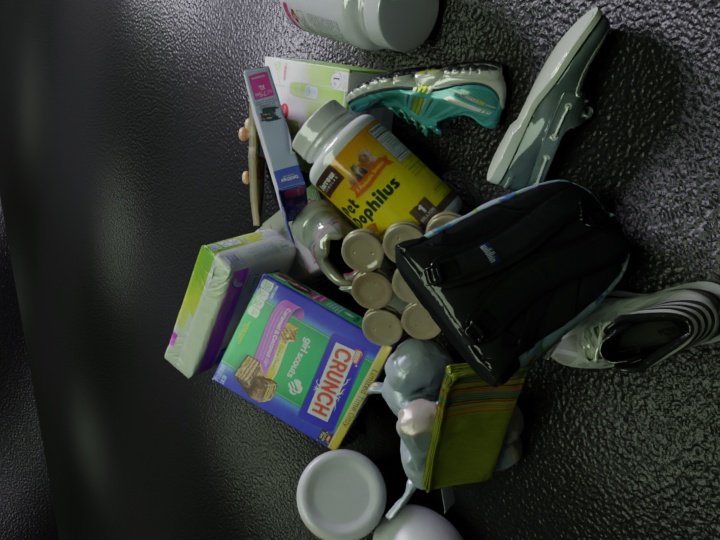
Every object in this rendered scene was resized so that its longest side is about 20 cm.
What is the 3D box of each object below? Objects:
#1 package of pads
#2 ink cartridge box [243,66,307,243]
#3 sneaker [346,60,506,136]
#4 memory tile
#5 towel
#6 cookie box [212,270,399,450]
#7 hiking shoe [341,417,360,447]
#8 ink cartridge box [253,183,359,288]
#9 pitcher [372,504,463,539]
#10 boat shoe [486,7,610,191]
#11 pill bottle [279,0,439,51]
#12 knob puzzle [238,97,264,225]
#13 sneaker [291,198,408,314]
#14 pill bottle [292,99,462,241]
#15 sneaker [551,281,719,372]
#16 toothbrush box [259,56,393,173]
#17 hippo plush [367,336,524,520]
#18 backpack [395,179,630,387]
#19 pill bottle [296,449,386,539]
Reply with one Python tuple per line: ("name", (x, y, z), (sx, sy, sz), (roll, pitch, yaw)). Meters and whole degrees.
("package of pads", (-0.183, 0.044, 1.057), (0.068, 0.154, 0.200), (36, 119, 19))
("ink cartridge box", (-0.103, -0.146, 0.951), (0.119, 0.042, 0.200), (95, 161, -74))
("sneaker", (0.071, -0.195, 0.857), (0.200, 0.077, 0.080), (5, 113, 32))
("memory tile", (0.085, 0.009, 0.837), (0.200, 0.017, 0.154), (-9, 115, 16))
("towel", (0.118, 0.168, 0.775), (0.018, 0.086, 0.200), (-105, 16, -48))
("cookie box", (-0.074, 0.121, 1.010), (0.200, 0.075, 0.171), (28, 100, 6))
("hiking shoe", (-0.059, 0.161, 1.109), (0.101, 0.076, 0.200), (-3, 91, 53))
("ink cartridge box", (-0.078, -0.041, 1.099), (0.200, 0.067, 0.117), (-29, 74, 49))
("pitcher", (0.106, 0.406, 0.927), (0.121, 0.172, 0.200), (-39, 39, -1))
("boat shoe", (0.202, -0.166, 0.752), (0.062, 0.073, 0.200), (26, 118, -4))
("pill bottle", (-0.004, -0.338, 0.915), (0.200, 0.113, 0.114), (34, 122, 43))
("knob puzzle", (-0.167, -0.169, 1.128), (0.220, 0.030, 0.220), (-179, 90, -86))
("sneaker", (0.000, 0.000, 0.919), (0.081, 0.200, 0.088), (-48, 29, 9))
("pill bottle", (0.016, -0.108, 0.879), (0.200, 0.109, 0.109), (43, 134, 1))
("sneaker", (0.234, 0.058, 0.695), (0.200, 0.115, 0.076), (-24, 78, 51))
("toothbrush box", (-0.050, -0.212, 1.020), (0.200, 0.086, 0.146), (27, 117, 47))
("hippo plush", (0.099, 0.169, 0.892), (0.161, 0.159, 0.200), (-107, 16, -48))
("backpack", (0.157, -0.001, 0.711), (0.163, 0.200, 0.154), (52, 176, 16))
("pill bottle", (-0.027, 0.317, 1.014), (0.200, 0.116, 0.116), (96, 151, -68))
